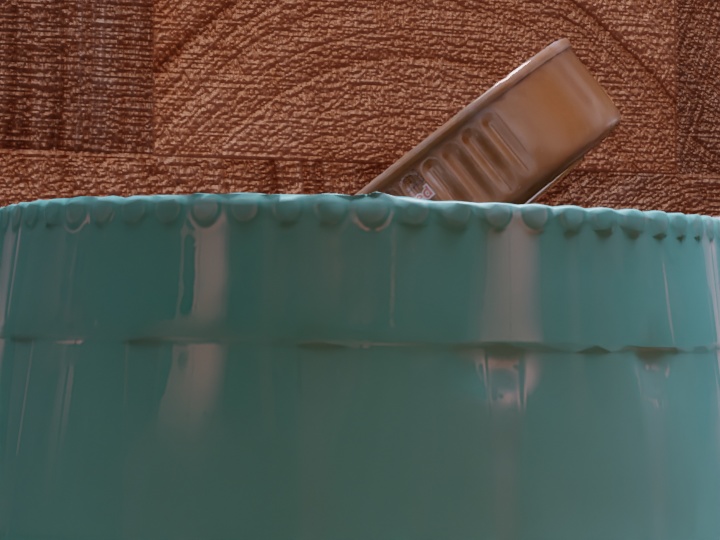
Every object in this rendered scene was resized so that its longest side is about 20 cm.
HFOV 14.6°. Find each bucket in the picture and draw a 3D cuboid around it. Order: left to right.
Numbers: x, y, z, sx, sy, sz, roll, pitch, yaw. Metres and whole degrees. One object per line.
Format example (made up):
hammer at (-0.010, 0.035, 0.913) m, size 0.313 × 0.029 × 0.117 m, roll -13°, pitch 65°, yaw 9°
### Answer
bucket at (-0.001, 0.053, 0.677) m, size 0.207 × 0.135 × 0.207 m, roll 2°, pitch -2°, yaw 0°

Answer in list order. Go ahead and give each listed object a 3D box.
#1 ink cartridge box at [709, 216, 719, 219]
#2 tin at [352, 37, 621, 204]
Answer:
ink cartridge box at (0.141, 0.055, 0.903) m, size 0.083 × 0.147 × 0.200 m, roll -6°, pitch 3°, yaw -39°
tin at (0.000, 0.000, 0.894) m, size 0.200 × 0.042 × 0.112 m, roll -38°, pitch -6°, yaw -13°
